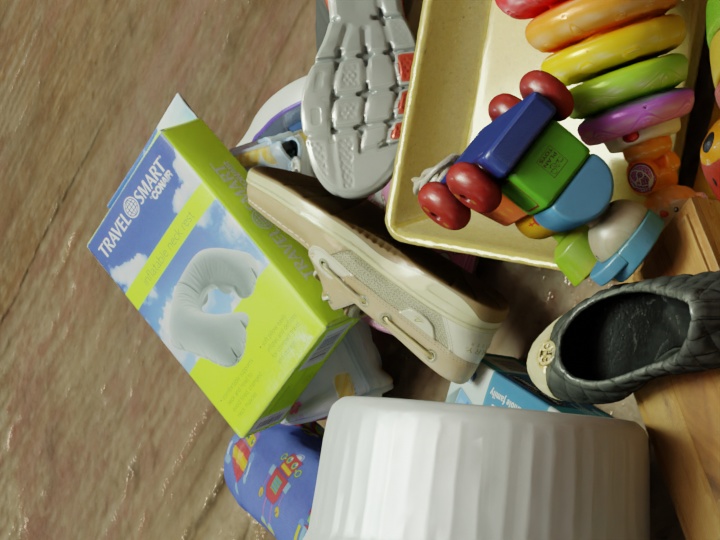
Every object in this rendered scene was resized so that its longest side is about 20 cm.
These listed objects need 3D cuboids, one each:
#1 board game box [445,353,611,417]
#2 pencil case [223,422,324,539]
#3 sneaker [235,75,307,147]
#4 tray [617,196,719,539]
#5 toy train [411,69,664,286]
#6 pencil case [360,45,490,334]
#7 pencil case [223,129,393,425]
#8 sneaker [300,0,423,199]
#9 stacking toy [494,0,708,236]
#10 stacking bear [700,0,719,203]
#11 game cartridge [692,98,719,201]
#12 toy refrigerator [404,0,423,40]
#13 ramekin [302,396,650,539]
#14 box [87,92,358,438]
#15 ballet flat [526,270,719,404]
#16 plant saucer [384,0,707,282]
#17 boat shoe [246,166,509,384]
[{"bbox_3d":[0.090,0.169,1.609,0.151,0.047,0.201,31,108,57],"label":"board game box"},{"bbox_3d":[-0.024,0.161,1.749,0.078,0.087,0.200,-52,28,0],"label":"pencil case"},{"bbox_3d":[-0.039,-0.035,1.851,0.200,0.080,0.147,-41,59,41],"label":"sneaker"},{"bbox_3d":[0.196,0.068,1.422,0.099,0.037,0.200,-54,40,39],"label":"tray"},{"bbox_3d":[0.099,-0.036,1.512,0.085,0.116,0.200,-51,4,-13],"label":"toy train"},{"bbox_3d":[0.051,-0.053,1.696,0.087,0.083,0.201,-127,52,-68],"label":"pencil case"},{"bbox_3d":[-0.043,0.004,1.771,0.091,0.083,0.201,-16,92,40],"label":"pencil case"},{"bbox_3d":[0.003,-0.135,1.679,0.082,0.077,0.201,92,-178,-72],"label":"sneaker"},{"bbox_3d":[0.149,-0.108,1.483,0.116,0.110,0.201,-19,89,23],"label":"stacking toy"},{"bbox_3d":[0.227,-0.112,1.364,0.121,0.113,0.201,-33,43,60],"label":"stacking bear"},{"bbox_3d":[0.243,0.001,1.425,0.200,0.032,0.177,26,105,60],"label":"game cartridge"},{"bbox_3d":[0.042,-0.158,1.742,0.070,0.076,0.201,40,117,54],"label":"toy refrigerator"},{"bbox_3d":[0.068,0.125,1.448,0.200,0.200,0.098,-1,82,58],"label":"ramekin"},{"bbox_3d":[-0.098,-0.004,1.728,0.200,0.048,0.122,49,128,16],"label":"box"},{"bbox_3d":[0.148,0.031,1.422,0.200,0.057,0.067,-22,63,57],"label":"ballet flat"},{"bbox_3d":[0.122,-0.101,1.578,0.199,0.048,0.201,11,92,35],"label":"plant saucer"},{"bbox_3d":[0.000,0.000,1.644,0.200,0.072,0.065,33,108,23],"label":"boat shoe"}]
